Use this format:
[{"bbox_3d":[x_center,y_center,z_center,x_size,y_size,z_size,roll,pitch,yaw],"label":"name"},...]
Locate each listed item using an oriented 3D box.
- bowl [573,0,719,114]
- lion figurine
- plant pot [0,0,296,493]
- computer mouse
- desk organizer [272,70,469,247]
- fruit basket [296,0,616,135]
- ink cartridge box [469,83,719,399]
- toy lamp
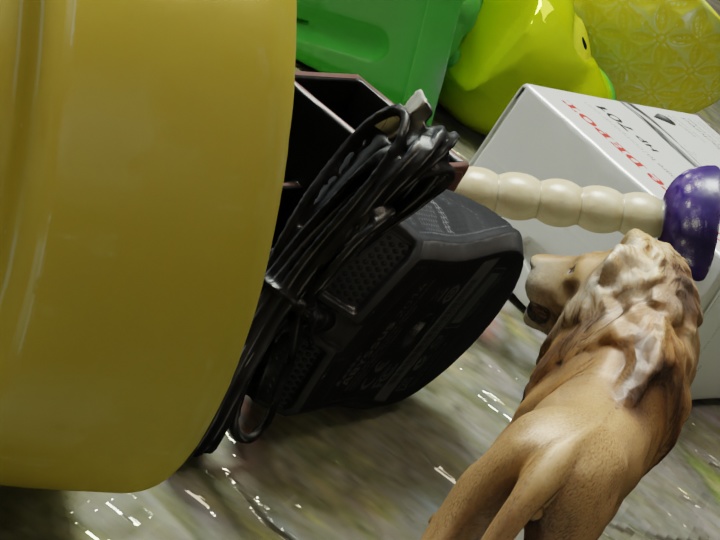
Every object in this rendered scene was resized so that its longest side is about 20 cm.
[{"bbox_3d":[0.139,-0.154,1.351,0.200,0.108,0.200,43,4,-4],"label":"bowl"},{"bbox_3d":[0.064,0.062,0.695,0.072,0.123,0.200,32,19,-2],"label":"lion figurine"},{"bbox_3d":[-0.138,-0.047,0.563,0.187,0.202,0.201,5,29,-23],"label":"plant pot"},{"bbox_3d":[0.000,0.000,0.762,0.053,0.139,0.200,42,11,17],"label":"computer mouse"},{"bbox_3d":[-0.042,-0.026,0.813,0.072,0.077,0.200,39,20,20],"label":"desk organizer"},{"bbox_3d":[0.061,-0.153,1.222,0.213,0.157,0.216,12,21,-5],"label":"fruit basket"},{"bbox_3d":[0.154,-0.011,1.086,0.146,0.086,0.199,44,20,25],"label":"ink cartridge box"},{"bbox_3d":[0.055,-0.033,0.941,0.198,0.059,0.058,7,21,-1],"label":"toy lamp"}]
